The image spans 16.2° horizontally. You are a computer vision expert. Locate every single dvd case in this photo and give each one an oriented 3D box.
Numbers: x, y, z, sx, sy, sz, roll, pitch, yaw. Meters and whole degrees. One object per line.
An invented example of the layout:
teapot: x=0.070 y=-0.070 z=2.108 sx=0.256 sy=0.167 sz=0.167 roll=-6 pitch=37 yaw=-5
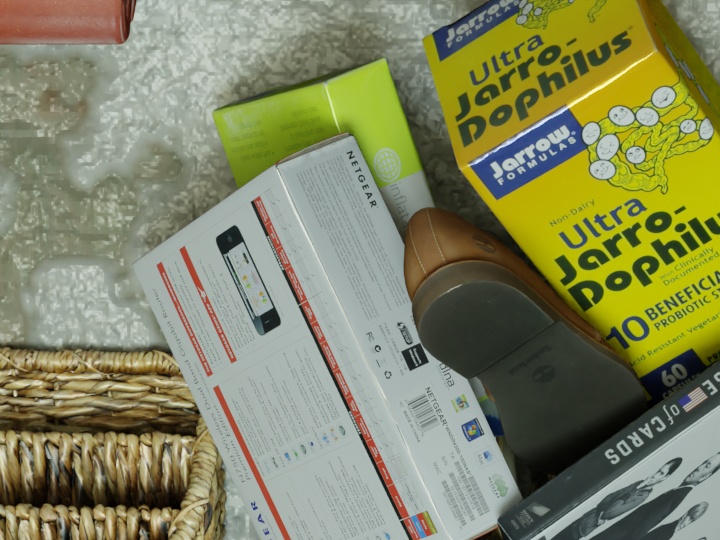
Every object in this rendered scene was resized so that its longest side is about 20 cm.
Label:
dvd case: x=0.163 y=0.100 z=1.248 sx=0.199 sy=0.151 sz=0.025 roll=-35 pitch=61 yaw=-7

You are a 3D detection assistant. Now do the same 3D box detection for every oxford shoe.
oxford shoe: x=0.081 y=0.033 z=1.206 sx=0.071 sy=0.072 sz=0.200 roll=-29 pitch=138 yaw=11

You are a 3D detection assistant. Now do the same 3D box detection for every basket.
basket: x=-0.175 y=0.129 z=1.340 sx=0.198 sy=0.143 sz=0.150 roll=3 pitch=105 yaw=7

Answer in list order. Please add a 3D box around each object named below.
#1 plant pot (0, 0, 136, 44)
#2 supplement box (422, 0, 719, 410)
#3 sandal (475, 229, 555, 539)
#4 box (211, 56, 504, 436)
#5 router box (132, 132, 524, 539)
plant pot: x=-0.205 y=-0.194 z=1.250 sx=0.194 sy=0.201 sz=0.202 roll=5 pitch=105 yaw=-2
supplement box: x=0.132 y=-0.045 z=1.229 sx=0.108 sy=0.110 sz=0.200 roll=-31 pitch=127 yaw=14
sandal: x=0.080 y=0.076 z=1.334 sx=0.054 sy=0.080 sz=0.202 roll=-6 pitch=100 yaw=-13
box: x=0.000 y=0.000 z=1.292 sx=0.047 sy=0.122 sz=0.201 roll=-23 pitch=98 yaw=-31
router box: x=-0.021 y=0.054 z=1.266 sx=0.049 sy=0.179 sz=0.201 roll=-24 pitch=88 yaw=-31
